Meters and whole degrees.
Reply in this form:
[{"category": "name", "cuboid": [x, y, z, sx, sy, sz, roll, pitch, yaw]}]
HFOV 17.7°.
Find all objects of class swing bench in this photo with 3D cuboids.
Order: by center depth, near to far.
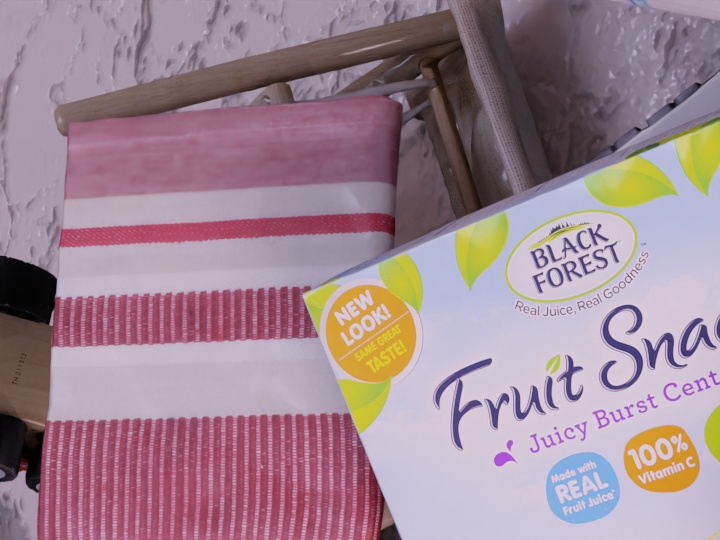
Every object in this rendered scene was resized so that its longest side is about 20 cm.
[{"category": "swing bench", "cuboid": [0.000, 0.000, 0.984, 0.199, 0.130, 0.200, -22, 64, 13]}]

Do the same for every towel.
[{"category": "towel", "cuboid": [-0.055, 0.032, 0.911, 0.143, 0.023, 0.202, -3, 73, 18]}]

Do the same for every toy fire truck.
[{"category": "toy fire truck", "cuboid": [-0.198, 0.047, 1.117, 0.200, 0.175, 0.130, 143, 139, -64]}]

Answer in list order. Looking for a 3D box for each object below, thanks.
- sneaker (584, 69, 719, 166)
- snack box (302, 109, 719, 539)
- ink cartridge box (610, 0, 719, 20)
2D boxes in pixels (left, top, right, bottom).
[{"category": "sneaker", "cuboid": [0.169, -0.044, 0.860, 0.200, 0.075, 0.088, -42, 70, 43]}, {"category": "snack box", "cuboid": [0.103, 0.045, 0.821, 0.199, 0.068, 0.170, -22, 92, 21]}, {"category": "ink cartridge box", "cuboid": [0.138, -0.161, 0.820, 0.199, 0.145, 0.088, 22, 139, 51]}]
